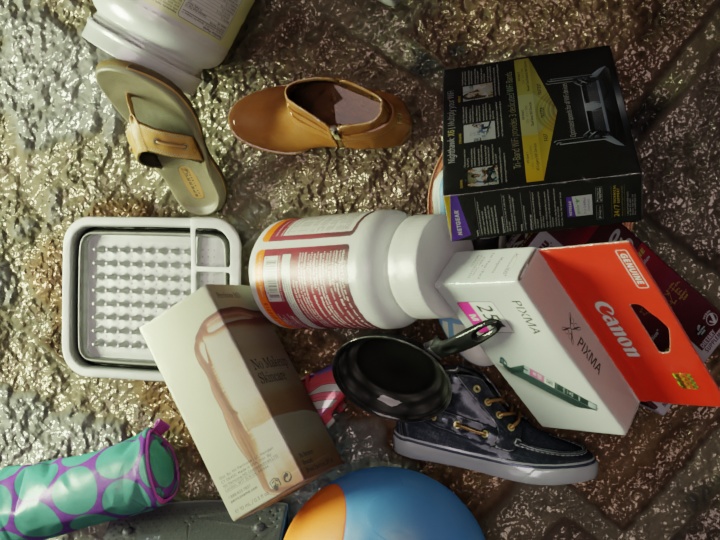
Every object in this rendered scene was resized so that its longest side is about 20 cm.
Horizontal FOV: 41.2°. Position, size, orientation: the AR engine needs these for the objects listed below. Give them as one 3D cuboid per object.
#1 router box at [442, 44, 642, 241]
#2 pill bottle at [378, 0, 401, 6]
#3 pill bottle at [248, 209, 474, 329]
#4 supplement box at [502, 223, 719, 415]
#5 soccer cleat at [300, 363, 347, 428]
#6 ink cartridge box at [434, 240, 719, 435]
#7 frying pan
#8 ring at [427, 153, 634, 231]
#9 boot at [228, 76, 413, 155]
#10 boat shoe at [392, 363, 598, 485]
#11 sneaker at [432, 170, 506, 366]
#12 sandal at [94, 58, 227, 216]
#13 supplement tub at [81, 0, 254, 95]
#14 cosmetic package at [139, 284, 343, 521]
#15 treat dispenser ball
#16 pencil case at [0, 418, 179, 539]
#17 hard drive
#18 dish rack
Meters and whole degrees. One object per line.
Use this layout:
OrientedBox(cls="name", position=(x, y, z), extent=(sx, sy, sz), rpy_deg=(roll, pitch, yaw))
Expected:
OrientedBox(cls="router box", position=(0.152, -0.115, 0.836), extent=(0.157, 0.200, 0.052), rpy_deg=(-6, 132, 11))
OrientedBox(cls="pill bottle", position=(0.040, -0.365, 0.902), extent=(0.120, 0.120, 0.200), rpy_deg=(36, 99, 9))
OrientedBox(cls="pill bottle", position=(0.000, 0.000, 0.889), extent=(0.200, 0.109, 0.110), rpy_deg=(-2, 91, 41))
OrientedBox(cls="supplement box", position=(0.224, 0.025, 0.864), extent=(0.200, 0.061, 0.109), rpy_deg=(39, 87, -10))
OrientedBox(cls="soccer cleat", position=(-0.077, 0.151, 0.971), extent=(0.076, 0.067, 0.200), rpy_deg=(42, 103, 3))
OrientedBox(cls="ink cartridge box", position=(0.183, 0.062, 0.796), extent=(0.200, 0.173, 0.044), rpy_deg=(51, 58, -27))
OrientedBox(cls="frying pan", position=(0.041, 0.073, 0.862), extent=(0.115, 0.031, 0.190), rpy_deg=(24, 134, -1))
OrientedBox(cls="ring", position=(0.165, -0.064, 0.935), extent=(0.200, 0.019, 0.201), rpy_deg=(0, 91, 13))
OrientedBox(cls="boot", position=(-0.052, -0.153, 0.910), extent=(0.200, 0.155, 0.074), rpy_deg=(1, 92, 12))
OrientedBox(cls="boat shoe", position=(0.130, 0.145, 0.920), extent=(0.200, 0.071, 0.091), rpy_deg=(7, 97, 14))
OrientedBox(cls="sneaker", position=(0.106, -0.008, 0.898), extent=(0.072, 0.072, 0.200), rpy_deg=(-7, 89, -12))
OrientedBox(cls="sandal", position=(-0.193, -0.120, 0.937), extent=(0.080, 0.054, 0.200), rpy_deg=(-1, 136, 25))
OrientedBox(cls="supplement tub", position=(-0.173, -0.289, 0.938), extent=(0.145, 0.145, 0.200), rpy_deg=(31, 98, 10))
OrientedBox(cls="cosmetic package", position=(-0.110, 0.119, 0.901), extent=(0.087, 0.103, 0.200), rpy_deg=(-33, 79, 17))
OrientedBox(cls="treat dispenser ball", position=(0.023, 0.284, 0.884), extent=(0.201, 0.201, 0.201), rpy_deg=(0, 92, 12))
OrientedBox(cls="pencil case", position=(-0.293, 0.226, 1.010), extent=(0.200, 0.085, 0.093), rpy_deg=(-16, 52, 12))
OrientedBox(cls="hard drive", position=(-0.173, 0.300, 0.971), extent=(0.200, 0.135, 0.042), rpy_deg=(-6, 133, 14))
OrientedBox(cls="dish rack", position=(-0.215, 0.029, 1.009), extent=(0.200, 0.044, 0.172), rpy_deg=(2, 93, 12))
